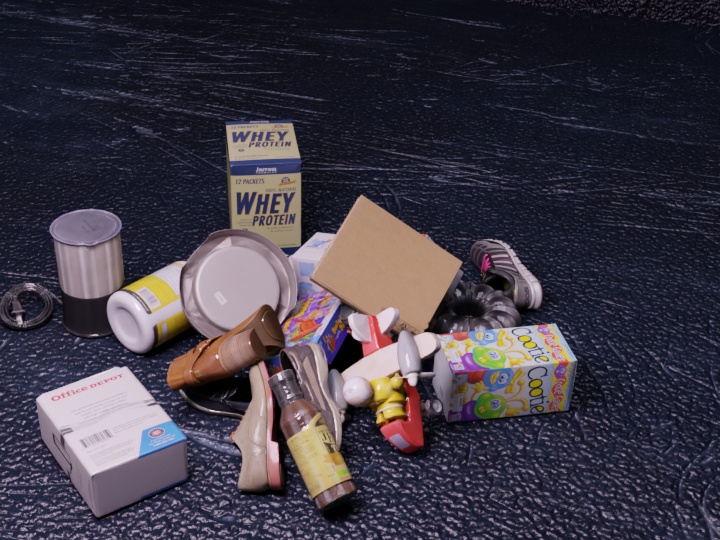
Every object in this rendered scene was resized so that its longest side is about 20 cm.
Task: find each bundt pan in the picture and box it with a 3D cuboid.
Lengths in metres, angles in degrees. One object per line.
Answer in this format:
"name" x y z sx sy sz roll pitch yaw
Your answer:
"bundt pan" 0.184 0.086 1.835 0.201 0.076 0.202 2 33 -1

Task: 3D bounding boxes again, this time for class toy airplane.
"toy airplane" 0.024 0.155 1.596 0.199 0.201 0.141 27 27 34

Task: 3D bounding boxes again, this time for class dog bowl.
"dog bowl" -0.208 0.034 1.771 0.199 0.059 0.201 6 73 -19

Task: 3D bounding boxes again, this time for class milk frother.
"milk frother" -0.506 0.005 1.807 0.200 0.189 0.180 -21 38 -32

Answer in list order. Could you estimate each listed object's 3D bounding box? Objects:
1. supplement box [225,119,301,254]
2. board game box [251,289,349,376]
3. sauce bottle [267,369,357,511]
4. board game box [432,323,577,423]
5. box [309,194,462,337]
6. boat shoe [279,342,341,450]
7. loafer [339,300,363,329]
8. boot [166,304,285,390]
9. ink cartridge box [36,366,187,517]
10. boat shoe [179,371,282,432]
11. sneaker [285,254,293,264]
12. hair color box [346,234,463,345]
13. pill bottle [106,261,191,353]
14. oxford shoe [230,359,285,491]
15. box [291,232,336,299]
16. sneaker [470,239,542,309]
"supplement box" -0.190 -0.162 2.084 0.134 0.200 0.200 -3 32 -9
"board game box" -0.081 0.099 1.761 0.134 0.045 0.200 -21 21 29
"sauce bottle" -0.072 0.235 1.501 0.065 0.065 0.200 -18 72 -29
"board game box" 0.225 0.161 1.690 0.199 0.103 0.105 -4 33 -11
"box" 0.043 0.000 1.693 0.200 0.021 0.164 33 71 -6
"boat shoe" -0.082 0.201 1.587 0.073 0.075 0.200 2 54 -26
"loafer" 0.000 0.000 1.737 0.072 0.063 0.200 -16 42 45
"boot" -0.206 0.126 1.665 0.155 0.077 0.200 -24 13 16
"ink cartridge box" -0.358 0.241 1.540 0.146 0.085 0.200 -19 37 -30
"boat shoe" -0.190 0.191 1.654 0.199 0.062 0.075 15 36 21
"sneaker" -0.179 0.023 1.914 0.115 0.075 0.200 11 29 17
"hair color box" 0.076 0.051 1.756 0.064 0.111 0.200 7 60 51
"pill bottle" -0.321 0.051 1.818 0.112 0.112 0.200 26 38 32
"oxford shoe" -0.154 0.222 1.548 0.075 0.071 0.201 -9 57 2
"box" -0.005 0.010 1.876 0.199 0.113 0.101 6 30 28
"sneaker" 0.248 0.007 1.963 0.087 0.074 0.200 -8 38 -28
